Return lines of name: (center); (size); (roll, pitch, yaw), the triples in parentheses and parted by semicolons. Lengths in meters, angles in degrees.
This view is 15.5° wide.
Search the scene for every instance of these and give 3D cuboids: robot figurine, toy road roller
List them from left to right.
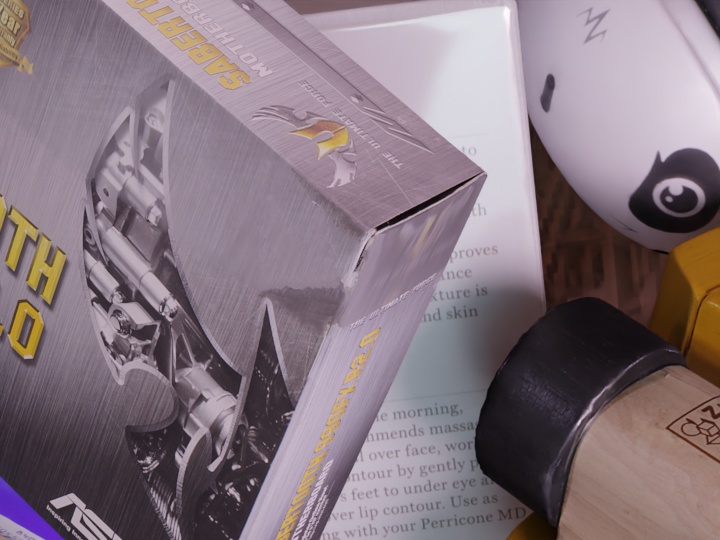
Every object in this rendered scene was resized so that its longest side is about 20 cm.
toy road roller: (0.120, 0.075, 0.729); (0.200, 0.123, 0.146); (-25, 137, -40)
robot figurine: (0.144, -0.087, 0.811); (0.200, 0.125, 0.151); (-31, 108, 3)

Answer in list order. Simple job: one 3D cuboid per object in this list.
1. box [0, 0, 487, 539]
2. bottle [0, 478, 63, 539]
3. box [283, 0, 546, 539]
box: (-0.076, -0.020, 0.698); (0.200, 0.048, 0.159); (42, 133, 20)
bottle: (-0.140, 0.028, 0.822); (0.200, 0.084, 0.065); (34, 89, -24)
box: (0.000, 0.000, 0.801); (0.106, 0.152, 0.201); (-7, 109, 2)
